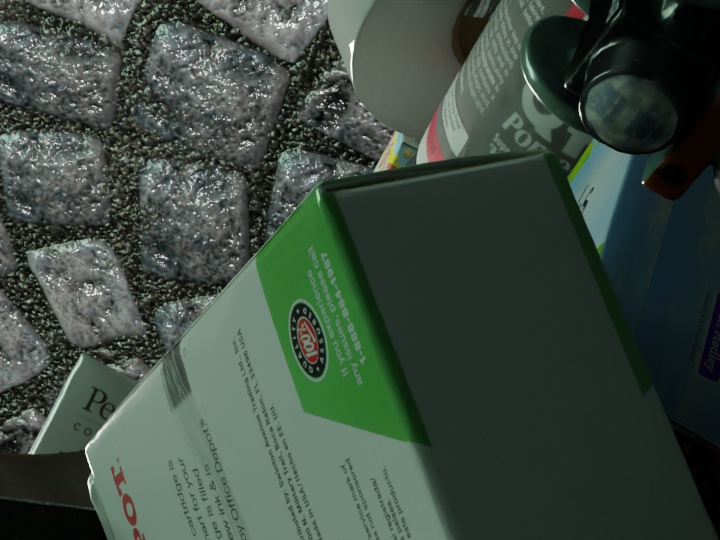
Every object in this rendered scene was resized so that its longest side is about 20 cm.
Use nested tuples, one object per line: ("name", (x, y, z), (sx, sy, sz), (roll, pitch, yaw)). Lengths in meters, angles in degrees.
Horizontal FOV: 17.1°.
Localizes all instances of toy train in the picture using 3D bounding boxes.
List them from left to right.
("toy train", (0.123, -0.093, 0.751), (0.085, 0.114, 0.200), (-55, 9, 41))

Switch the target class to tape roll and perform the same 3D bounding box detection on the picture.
("tape roll", (0.085, -0.128, 1.033), (0.203, 0.202, 0.037), (-59, 45, 48))

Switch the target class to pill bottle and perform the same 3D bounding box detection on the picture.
("pill bottle", (0.109, -0.091, 0.948), (0.200, 0.111, 0.111), (-60, 5, 40))

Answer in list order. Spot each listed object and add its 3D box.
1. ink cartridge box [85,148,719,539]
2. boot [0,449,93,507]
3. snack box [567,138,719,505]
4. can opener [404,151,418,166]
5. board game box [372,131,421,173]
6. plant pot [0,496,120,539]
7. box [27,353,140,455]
("ink cartridge box", (0.005, 0.074, 0.710), (0.084, 0.146, 0.200), (-12, -18, -31))
("boot", (-0.104, 0.097, 1.121), (0.072, 0.166, 0.200), (128, 151, -81))
("snack box", (0.074, 0.044, 0.823), (0.200, 0.068, 0.169), (-57, 8, 48))
("can opener", (0.041, -0.026, 1.146), (0.200, 0.053, 0.067), (-49, -27, -45))
("board game box", (0.028, 0.017, 1.347), (0.200, 0.103, 0.105), (-62, 4, 21))
("plant pot", (-0.167, 0.171, 0.841), (0.199, 0.200, 0.178), (-17, 65, 61))
("box", (-0.089, 0.151, 1.253), (0.200, 0.199, 0.131), (126, 169, -79))
